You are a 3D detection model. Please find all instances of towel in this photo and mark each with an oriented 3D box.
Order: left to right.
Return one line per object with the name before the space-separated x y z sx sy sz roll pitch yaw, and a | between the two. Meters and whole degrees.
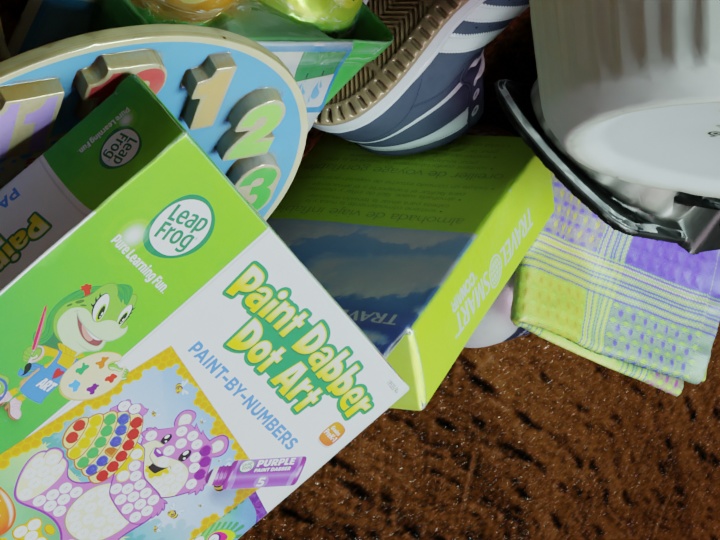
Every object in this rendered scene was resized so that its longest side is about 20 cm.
towel | 0.150 -0.048 1.229 0.144 0.023 0.200 23 80 -35

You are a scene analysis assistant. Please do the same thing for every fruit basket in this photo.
fruit basket | -0.034 -0.140 0.931 0.185 0.094 0.200 -6 140 -47

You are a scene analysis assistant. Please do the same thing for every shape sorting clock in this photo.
shape sorting clock | -0.110 -0.020 0.895 0.200 0.039 0.200 -22 148 -15

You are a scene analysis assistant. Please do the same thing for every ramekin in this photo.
ramekin | 0.155 -0.087 0.878 0.202 0.094 0.202 5 170 1

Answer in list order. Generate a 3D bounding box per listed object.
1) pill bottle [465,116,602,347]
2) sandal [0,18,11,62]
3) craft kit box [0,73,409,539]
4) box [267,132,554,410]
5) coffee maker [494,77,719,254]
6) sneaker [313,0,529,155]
pill bottle | 0.082 -0.024 1.266 0.200 0.116 0.116 -17 151 -34
sandal | -0.167 -0.069 0.869 0.080 0.054 0.200 -5 142 14
craft kit box | -0.102 0.053 0.888 0.198 0.049 0.200 -43 141 -2
box | 0.000 0.000 1.081 0.200 0.122 0.048 -52 138 -51
coffee maker | 0.183 -0.121 1.078 0.200 0.135 0.192 -53 169 24
sneaker | 0.056 -0.129 1.094 0.200 0.070 0.108 -40 161 5
